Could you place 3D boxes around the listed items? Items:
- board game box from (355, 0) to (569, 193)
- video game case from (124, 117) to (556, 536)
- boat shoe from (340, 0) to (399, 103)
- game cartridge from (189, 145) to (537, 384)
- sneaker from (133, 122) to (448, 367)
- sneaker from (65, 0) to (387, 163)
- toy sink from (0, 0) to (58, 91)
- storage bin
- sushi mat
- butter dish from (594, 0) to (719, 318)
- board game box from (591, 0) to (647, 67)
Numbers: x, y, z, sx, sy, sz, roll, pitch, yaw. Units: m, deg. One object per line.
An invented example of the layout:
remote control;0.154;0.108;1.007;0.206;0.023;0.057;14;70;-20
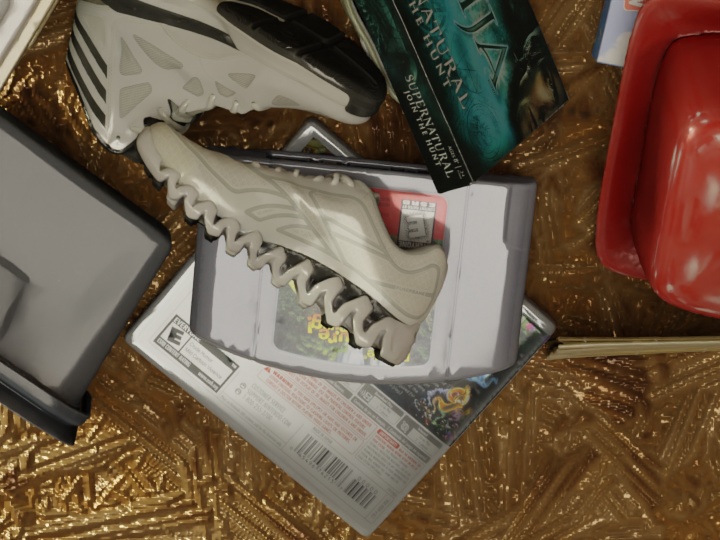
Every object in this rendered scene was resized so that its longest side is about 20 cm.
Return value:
board game box;0.046;-0.161;1.301;0.028;0.135;0.200;-14;107;36
video game case;-0.013;0.037;1.407;0.200;0.023;0.182;40;102;-7
boat shoe;0.009;-0.188;1.330;0.072;0.062;0.200;-24;102;7
game cartridge;0.000;0.000;1.369;0.200;0.041;0.133;5;107;0
sneaker;-0.039;-0.030;1.315;0.200;0.075;0.081;35;88;-9
sneaker;-0.085;-0.106;1.339;0.200;0.076;0.115;27;113;17
toy sink;-0.218;-0.173;1.267;0.112;0.200;0.130;31;102;-6
storage bin;-0.212;-0.012;1.346;0.200;0.146;0.134;35;92;-7
sushi mat;0.213;0.044;1.367;0.200;0.096;0.012;-1;85;2
butter dish;0.240;-0.037;1.300;0.199;0.148;0.200;8;126;2
board game box;0.250;-0.177;1.342;0.200;0.037;0.151;11;104;-1
